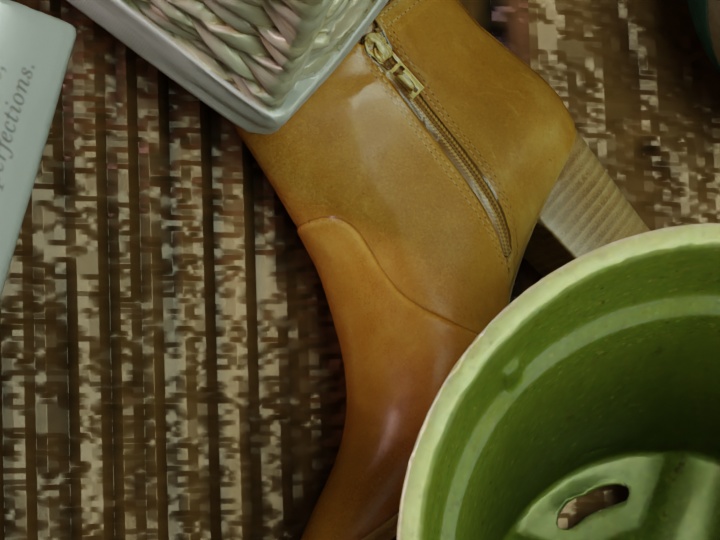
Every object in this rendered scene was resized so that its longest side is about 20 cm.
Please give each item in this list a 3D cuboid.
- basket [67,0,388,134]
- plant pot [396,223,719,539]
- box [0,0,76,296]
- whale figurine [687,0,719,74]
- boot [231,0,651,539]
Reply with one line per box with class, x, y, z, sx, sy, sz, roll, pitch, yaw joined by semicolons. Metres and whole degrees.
basket;-0.061;-0.166;0.841;0.200;0.123;0.136;37;70;1
plant pot;0.108;0.105;0.850;0.199;0.184;0.201;0;76;-1
box;-0.217;-0.006;0.772;0.199;0.131;0.200;20;76;-19
whale figurine;0.212;-0.113;0.984;0.199;0.104;0.160;11;115;-29
boot;0.001;-0.001;0.904;0.144;0.071;0.201;45;66;-5
